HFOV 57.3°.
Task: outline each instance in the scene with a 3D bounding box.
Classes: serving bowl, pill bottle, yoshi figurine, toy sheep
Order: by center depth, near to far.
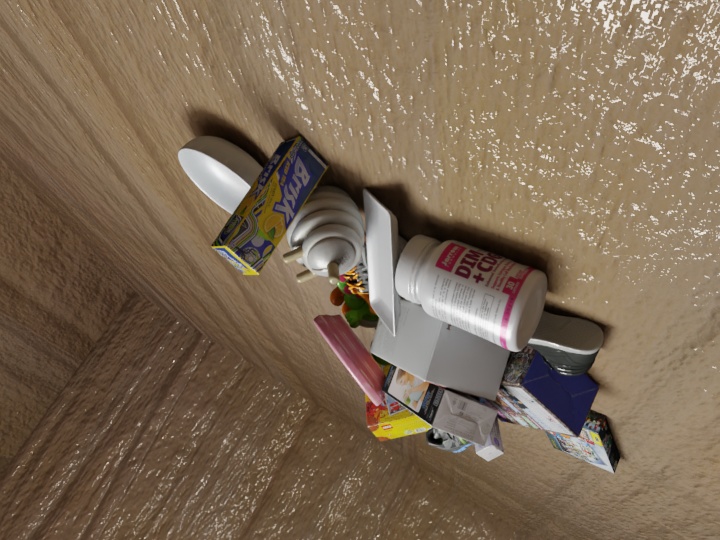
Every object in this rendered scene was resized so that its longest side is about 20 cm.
[{"bbox_3d":[0.153,0.025,0.933,0.196,0.115,0.114,21,158,30],"label":"pill bottle"},{"bbox_3d":[-0.055,-0.054,1.019,0.133,0.204,0.140,-8,141,-7],"label":"toy sheep"},{"bbox_3d":[-0.222,-0.167,1.162,0.197,0.067,0.201,31,161,12],"label":"serving bowl"},{"bbox_3d":[0.020,0.111,1.282,0.198,0.111,0.115,33,131,38],"label":"yoshi figurine"}]

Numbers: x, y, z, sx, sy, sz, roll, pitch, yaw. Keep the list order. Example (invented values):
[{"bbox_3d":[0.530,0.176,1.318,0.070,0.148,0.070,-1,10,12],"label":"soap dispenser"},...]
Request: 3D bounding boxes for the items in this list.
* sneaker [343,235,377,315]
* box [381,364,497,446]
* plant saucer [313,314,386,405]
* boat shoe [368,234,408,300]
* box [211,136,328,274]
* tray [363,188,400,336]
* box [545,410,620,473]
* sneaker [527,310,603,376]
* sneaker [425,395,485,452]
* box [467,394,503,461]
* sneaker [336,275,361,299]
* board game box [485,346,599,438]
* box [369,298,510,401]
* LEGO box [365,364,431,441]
[{"bbox_3d":[0.000,0.000,1.169,0.077,0.079,0.200,-7,138,50],"label":"sneaker"},{"bbox_3d":[0.128,0.221,1.119,0.114,0.062,0.199,25,177,-23],"label":"box"},{"bbox_3d":[-0.012,0.159,1.242,0.202,0.050,0.201,52,176,5],"label":"plant saucer"},{"bbox_3d":[0.092,0.020,1.088,0.198,0.070,0.071,38,161,-12],"label":"boat shoe"},{"bbox_3d":[-0.132,-0.097,0.975,0.070,0.203,0.064,40,159,-27],"label":"box"},{"bbox_3d":[0.036,-0.013,0.999,0.108,0.022,0.206,-131,33,-57],"label":"tray"},{"bbox_3d":[0.430,0.322,1.306,0.134,0.038,0.201,18,155,39],"label":"box"},{"bbox_3d":[0.266,0.103,0.997,0.195,0.072,0.100,17,151,30],"label":"sneaker"},{"bbox_3d":[0.175,0.282,1.196,0.080,0.073,0.201,6,147,-17],"label":"sneaker"},{"bbox_3d":[0.234,0.262,1.267,0.041,0.204,0.038,-35,124,29],"label":"box"},{"bbox_3d":[-0.055,-0.027,1.242,0.200,0.077,0.084,45,176,-20],"label":"sneaker"},{"bbox_3d":[0.280,0.192,1.149,0.159,0.098,0.198,40,160,-19],"label":"board game box"},{"bbox_3d":[0.131,0.126,1.112,0.149,0.110,0.199,20,178,-25],"label":"box"},{"bbox_3d":[0.111,0.237,1.319,0.194,0.152,0.078,-17,141,16],"label":"LEGO box"}]
